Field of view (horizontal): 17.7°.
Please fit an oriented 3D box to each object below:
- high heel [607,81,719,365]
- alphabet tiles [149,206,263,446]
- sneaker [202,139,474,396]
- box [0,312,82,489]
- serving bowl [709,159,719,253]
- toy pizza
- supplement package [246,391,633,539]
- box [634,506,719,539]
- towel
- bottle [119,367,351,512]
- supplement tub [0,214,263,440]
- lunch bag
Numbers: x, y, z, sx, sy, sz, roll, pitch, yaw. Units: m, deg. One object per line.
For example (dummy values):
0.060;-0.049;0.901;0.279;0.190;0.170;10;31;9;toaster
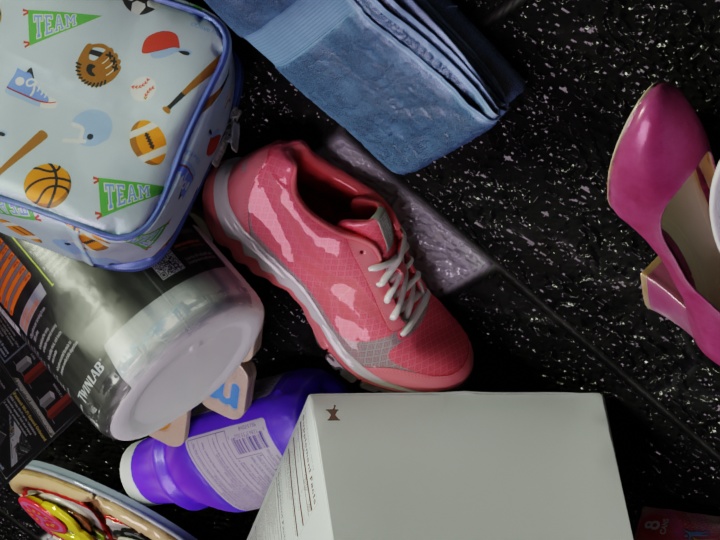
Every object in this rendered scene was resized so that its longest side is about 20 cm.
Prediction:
0.185;-0.016;1.201;0.096;0.067;0.200;31;152;30;high heel
-0.151;0.018;1.482;0.199;0.015;0.196;25;131;18;alphabet tiles
0.000;0.000;1.351;0.200;0.074;0.087;41;140;-15;sneaker
-0.249;0.023;1.432;0.050;0.158;0.200;-20;108;45;box
0.276;-0.034;1.140;0.199;0.066;0.200;18;142;14;serving bowl
-0.175;0.200;1.681;0.200;0.032;0.200;25;161;9;toy pizza
0.045;0.186;1.415;0.190;0.148;0.200;1;147;-16;supplement package
0.219;0.253;1.477;0.094;0.103;0.200;8;140;17;box
-0.015;-0.134;1.224;0.200;0.049;0.112;42;142;-17;towel
-0.082;0.120;1.548;0.200;0.065;0.084;-18;118;44;bottle
-0.160;-0.009;1.360;0.200;0.122;0.123;49;147;17;supplement tub
-0.165;-0.097;1.283;0.199;0.161;0.076;20;166;10;lunch bag
